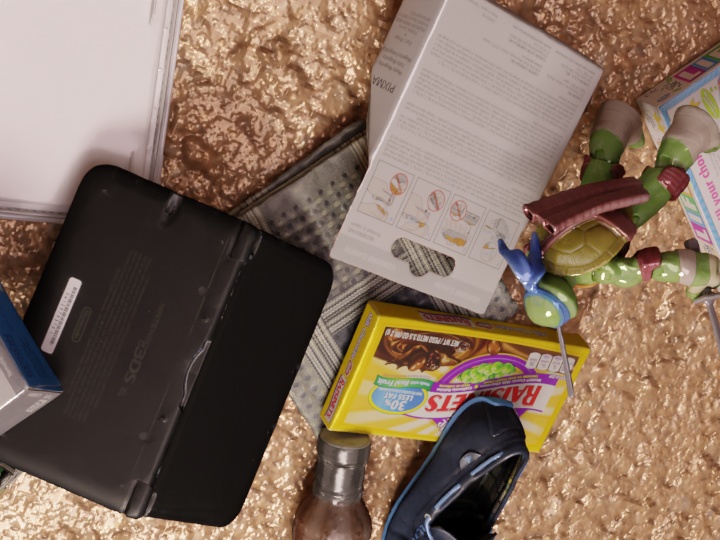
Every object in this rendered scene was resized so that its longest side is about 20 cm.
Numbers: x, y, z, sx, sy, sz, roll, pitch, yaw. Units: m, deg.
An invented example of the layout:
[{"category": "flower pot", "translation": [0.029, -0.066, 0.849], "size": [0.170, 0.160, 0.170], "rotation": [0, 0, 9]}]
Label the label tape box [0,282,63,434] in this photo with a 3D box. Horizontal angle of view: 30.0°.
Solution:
[{"category": "label tape box", "translation": [-0.306, 0.067, 0.822], "size": [0.199, 0.063, 0.145], "rotation": [-34, 82, 3]}]

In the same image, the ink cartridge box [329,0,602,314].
[{"category": "ink cartridge box", "translation": [0.067, -0.088, 0.951], "size": [0.161, 0.057, 0.202], "rotation": [20, 103, -38]}]

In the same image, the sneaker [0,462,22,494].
[{"category": "sneaker", "translation": [-0.239, 0.117, 0.903], "size": [0.199, 0.085, 0.079], "rotation": [-33, 115, -8]}]

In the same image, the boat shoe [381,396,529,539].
[{"category": "boat shoe", "translation": [0.067, 0.190, 1.027], "size": [0.083, 0.069, 0.202], "rotation": [1, 124, -25]}]

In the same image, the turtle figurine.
[{"category": "turtle figurine", "translation": [0.192, -0.013, 0.974], "size": [0.199, 0.144, 0.195], "rotation": [35, 69, -12]}]

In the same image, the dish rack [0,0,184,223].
[{"category": "dish rack", "translation": [-0.199, -0.125, 0.862], "size": [0.169, 0.044, 0.203], "rotation": [5, 105, -21]}]

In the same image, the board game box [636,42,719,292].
[{"category": "board game box", "translation": [0.315, -0.085, 1.067], "size": [0.134, 0.034, 0.201], "rotation": [-33, 115, -7]}]

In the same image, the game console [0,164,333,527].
[{"category": "game console", "translation": [-0.131, 0.055, 0.903], "size": [0.174, 0.116, 0.202], "rotation": [22, 87, 0]}]

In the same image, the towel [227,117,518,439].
[{"category": "towel", "translation": [0.000, 0.000, 0.987], "size": [0.191, 0.035, 0.201], "rotation": [-32, 117, -5]}]

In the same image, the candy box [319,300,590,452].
[{"category": "candy box", "translation": [0.074, 0.084, 1.017], "size": [0.198, 0.026, 0.103], "rotation": [10, 118, -30]}]

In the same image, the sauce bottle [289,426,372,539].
[{"category": "sauce bottle", "translation": [-0.024, 0.217, 1.023], "size": [0.064, 0.065, 0.203], "rotation": [3, 108, -21]}]
